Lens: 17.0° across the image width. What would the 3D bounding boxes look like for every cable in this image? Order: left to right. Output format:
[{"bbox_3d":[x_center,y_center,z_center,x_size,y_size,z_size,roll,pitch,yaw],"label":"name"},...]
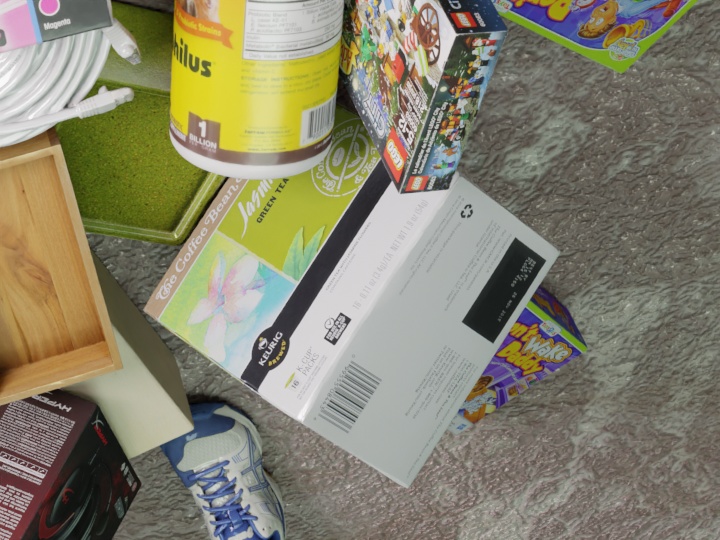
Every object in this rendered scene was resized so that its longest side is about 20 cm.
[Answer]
[{"bbox_3d":[-0.256,-0.164,1.502,0.200,0.069,0.200,-22,126,0],"label":"cable"}]

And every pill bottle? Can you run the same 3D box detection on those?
[{"bbox_3d":[-0.066,-0.167,1.545,0.109,0.109,0.200,-4,119,-18],"label":"pill bottle"}]

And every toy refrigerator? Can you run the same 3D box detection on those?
[{"bbox_3d":[-0.200,0.055,1.798,0.070,0.076,0.200,-25,141,7],"label":"toy refrigerator"}]

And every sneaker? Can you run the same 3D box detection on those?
[{"bbox_3d":[-0.102,0.186,1.980,0.075,0.088,0.200,-23,139,7],"label":"sneaker"}]

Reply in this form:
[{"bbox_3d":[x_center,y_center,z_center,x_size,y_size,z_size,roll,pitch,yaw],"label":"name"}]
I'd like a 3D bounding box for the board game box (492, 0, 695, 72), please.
[{"bbox_3d":[0.149,-0.224,1.629,0.200,0.045,0.134,20,127,-38],"label":"board game box"}]

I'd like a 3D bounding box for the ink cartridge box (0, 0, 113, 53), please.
[{"bbox_3d":[-0.214,-0.230,1.419,0.095,0.037,0.200,-16,109,-11],"label":"ink cartridge box"}]

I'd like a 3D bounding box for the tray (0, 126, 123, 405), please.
[{"bbox_3d":[-0.233,-0.003,1.645,0.099,0.037,0.200,-17,130,-7],"label":"tray"}]

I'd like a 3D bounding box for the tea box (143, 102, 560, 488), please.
[{"bbox_3d":[-0.008,0.007,1.674,0.134,0.197,0.200,35,87,-44],"label":"tea box"}]

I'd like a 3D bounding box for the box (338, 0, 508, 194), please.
[{"bbox_3d":[0.023,-0.167,1.532,0.038,0.200,0.137,-5,139,-24],"label":"box"}]

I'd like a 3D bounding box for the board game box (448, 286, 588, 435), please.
[{"bbox_3d":[0.078,0.049,1.904,0.134,0.045,0.200,-35,146,13],"label":"board game box"}]

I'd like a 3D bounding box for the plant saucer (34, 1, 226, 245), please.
[{"bbox_3d":[-0.163,-0.090,1.667,0.200,0.048,0.200,9,133,-30],"label":"plant saucer"}]

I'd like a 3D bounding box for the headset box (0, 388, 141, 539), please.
[{"bbox_3d":[-0.255,0.202,1.790,0.075,0.200,0.149,19,155,20],"label":"headset box"}]
